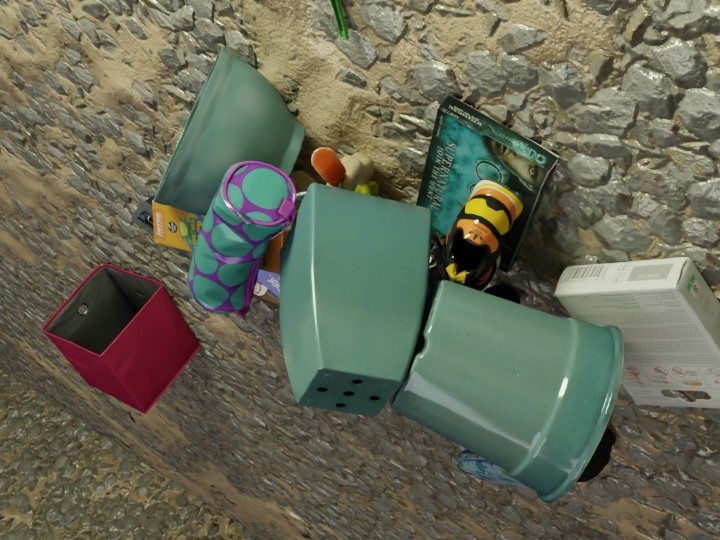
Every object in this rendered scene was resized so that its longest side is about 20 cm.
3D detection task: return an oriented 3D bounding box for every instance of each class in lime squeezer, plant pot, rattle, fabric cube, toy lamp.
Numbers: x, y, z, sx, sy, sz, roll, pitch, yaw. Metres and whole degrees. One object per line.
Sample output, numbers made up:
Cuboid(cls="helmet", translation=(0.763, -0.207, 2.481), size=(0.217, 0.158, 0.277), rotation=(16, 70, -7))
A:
Cuboid(cls="lime squeezer", translation=(-0.052, -0.301, 0.887), size=(0.037, 0.071, 0.200), rotation=(-4, 163, 30))
Cuboid(cls="plant pot", translation=(0.145, 0.114, 0.973), size=(0.194, 0.202, 0.201), rotation=(23, 151, -2))
Cuboid(cls="plant pot", translation=(-0.149, -0.148, 1.108), size=(0.133, 0.202, 0.200), rotation=(24, 155, -15))
Cuboid(cls="rattle", translation=(0.009, -0.066, 1.059), size=(0.143, 0.130, 0.200), rotation=(46, 169, 8))
Cuboid(cls="fabric cube", translation=(-0.492, 0.138, 1.903), size=(0.199, 0.197, 0.200), rotation=(16, 147, 33))
Cuboid(cls="toy lamp", translation=(0.183, 0.100, 1.203), size=(0.058, 0.058, 0.201), rotation=(25, 147, 24))
Cuboid(cls="plant pot", translation=(-0.009, 0.041, 0.972), size=(0.140, 0.202, 0.142), rotation=(11, 144, -15))

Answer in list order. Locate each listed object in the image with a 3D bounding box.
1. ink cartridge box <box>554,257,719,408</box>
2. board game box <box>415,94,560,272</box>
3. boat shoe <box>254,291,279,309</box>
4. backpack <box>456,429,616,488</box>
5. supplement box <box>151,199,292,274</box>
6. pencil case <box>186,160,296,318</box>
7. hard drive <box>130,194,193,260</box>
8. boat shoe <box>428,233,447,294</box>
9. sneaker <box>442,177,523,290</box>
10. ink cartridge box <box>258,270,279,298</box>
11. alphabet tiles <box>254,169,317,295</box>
Cuboid(cls="ink cartridge box", translation=(0.329, 0.072, 1.006), size=(0.200, 0.050, 0.160), rotation=(47, 151, -25))
Cuboid(cls="board game box", translation=(0.132, -0.089, 1.011), size=(0.135, 0.028, 0.201), rotation=(32, 152, 14))
Cuboid(cls="boat shoe", translation=(-0.127, 0.020, 1.431), size=(0.199, 0.070, 0.074), rotation=(27, 168, -25))
Cuboid(cls="backpack", translation=(0.223, 0.239, 1.279), size=(0.162, 0.155, 0.199), rotation=(21, 179, -36))
Cuboid(cls="supplement box", translation=(-0.169, -0.053, 1.174), size=(0.198, 0.069, 0.067), rotation=(14, 119, 23))
Cuboid(cls="pencil case", translation=(-0.139, -0.031, 1.052), size=(0.092, 0.085, 0.200), rotation=(39, 141, 5))
Cuboid(cls="hard drive", translation=(-0.226, -0.064, 1.370), size=(0.199, 0.135, 0.043), rotation=(30, 124, 12))
Cuboid(cls="boat shoe", translation=(0.088, 0.008, 1.133), size=(0.057, 0.067, 0.200), rotation=(51, 179, 35))
Cuboid(cls="sneaker", translation=(0.116, -0.015, 1.012), size=(0.070, 0.090, 0.201), rotation=(31, 151, 10))
Cuboid(cls="ink cartridge box", translation=(-0.127, -0.042, 1.228), size=(0.199, 0.044, 0.094), rotation=(39, 117, 5))
Cuboid(cls="alphabet tiles", translation=(-0.145, -0.070, 1.260), size=(0.199, 0.015, 0.197), rotation=(33, 115, 8))
